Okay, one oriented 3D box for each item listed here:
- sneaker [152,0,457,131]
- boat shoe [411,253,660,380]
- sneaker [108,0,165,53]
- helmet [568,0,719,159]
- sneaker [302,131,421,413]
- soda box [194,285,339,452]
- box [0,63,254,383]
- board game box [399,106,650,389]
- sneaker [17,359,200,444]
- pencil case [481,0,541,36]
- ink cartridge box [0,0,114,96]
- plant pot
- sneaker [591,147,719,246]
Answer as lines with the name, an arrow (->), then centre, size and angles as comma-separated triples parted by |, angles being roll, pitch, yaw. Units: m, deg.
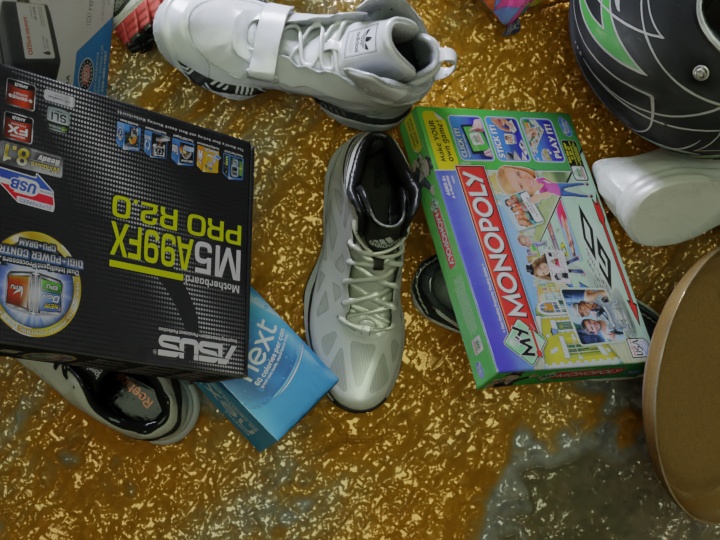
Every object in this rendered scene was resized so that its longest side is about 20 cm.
sneaker -> -0.033, -0.155, 0.825 | 0.199, 0.115, 0.075 | 15, 76, -23
boat shoe -> 0.134, 0.035, 0.878 | 0.199, 0.060, 0.076 | 10, 86, -3
sneaker -> -0.114, -0.250, 0.870 | 0.200, 0.078, 0.082 | -42, 89, -5
helmet -> 0.238, -0.175, 0.830 | 0.199, 0.200, 0.191 | 17, 101, -3
sneaker -> 0.000, 0.000, 0.843 | 0.075, 0.115, 0.202 | 1, 87, -4
soda box -> -0.111, 0.030, 0.852 | 0.200, 0.068, 0.064 | 46, 69, 0
box -> -0.154, -0.021, 0.744 | 0.200, 0.044, 0.161 | 14, 71, -43
board game box -> 0.113, -0.020, 0.836 | 0.134, 0.029, 0.201 | -1, 63, -30
sneaker -> -0.199, 0.050, 0.847 | 0.200, 0.080, 0.074 | 32, 87, 0
pencil case -> 0.073, -0.267, 0.884 | 0.088, 0.088, 0.200 | -43, 91, -5
ink cartridge box -> -0.244, -0.168, 0.774 | 0.083, 0.200, 0.146 | 13, 103, 19
plant pot -> 0.254, 0.075, 0.852 | 0.199, 0.027, 0.201 | -8, 102, -41
sneaker -> 0.264, -0.066, 0.892 | 0.199, 0.089, 0.076 | 0, 122, -22
